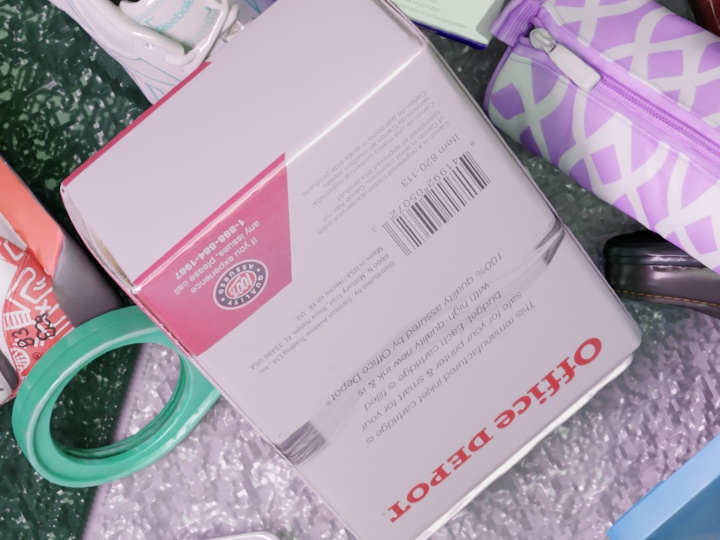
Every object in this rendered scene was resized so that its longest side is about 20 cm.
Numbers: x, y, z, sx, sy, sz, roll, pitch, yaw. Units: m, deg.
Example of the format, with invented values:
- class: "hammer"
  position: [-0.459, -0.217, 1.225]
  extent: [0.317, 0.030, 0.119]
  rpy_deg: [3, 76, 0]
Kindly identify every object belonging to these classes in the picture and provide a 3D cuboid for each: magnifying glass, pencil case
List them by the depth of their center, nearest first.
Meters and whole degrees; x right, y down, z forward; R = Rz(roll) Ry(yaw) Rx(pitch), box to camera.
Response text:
- class: "pencil case"
  position: [0.141, -0.047, 1.165]
  extent: [0.200, 0.086, 0.084]
  rpy_deg: [33, 84, 21]
- class: "magnifying glass"
  position: [-0.053, 0.022, 1.214]
  extent: [0.200, 0.022, 0.080]
  rpy_deg: [-34, 139, -8]

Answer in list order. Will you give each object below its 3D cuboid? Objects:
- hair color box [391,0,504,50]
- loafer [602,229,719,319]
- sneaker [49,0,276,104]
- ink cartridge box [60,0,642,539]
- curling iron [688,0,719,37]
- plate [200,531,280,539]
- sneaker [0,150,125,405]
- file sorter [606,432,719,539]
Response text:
- class: "hair color box"
  position: [0.030, -0.202, 1.197]
  extent: [0.109, 0.065, 0.201]
  rpy_deg: [18, 95, -7]
- class: "loafer"
  position: [0.196, 0.024, 1.234]
  extent: [0.199, 0.073, 0.073]
  rpy_deg: [9, 99, -5]
- class: "sneaker"
  position: [-0.068, -0.093, 1.189]
  extent: [0.200, 0.080, 0.071]
  rpy_deg: [38, 90, -13]
- class: "ink cartridge box"
  position: [0.000, 0.000, 1.159]
  extent: [0.146, 0.083, 0.200]
  rpy_deg: [-40, 132, -1]
- class: "curling iron"
  position: [0.136, -0.120, 1.233]
  extent: [0.049, 0.026, 0.201]
  rpy_deg: [-7, 96, -8]
- class: "plate"
  position: [-0.115, 0.218, 1.203]
  extent: [0.199, 0.032, 0.201]
  rpy_deg: [-9, 65, -4]
- class: "sneaker"
  position: [-0.196, -0.027, 1.189]
  extent: [0.108, 0.067, 0.202]
  rpy_deg: [-40, 101, -3]
- class: "file sorter"
  position: [0.226, 0.082, 1.125]
  extent: [0.200, 0.139, 0.123]
  rpy_deg: [-45, 69, 25]
